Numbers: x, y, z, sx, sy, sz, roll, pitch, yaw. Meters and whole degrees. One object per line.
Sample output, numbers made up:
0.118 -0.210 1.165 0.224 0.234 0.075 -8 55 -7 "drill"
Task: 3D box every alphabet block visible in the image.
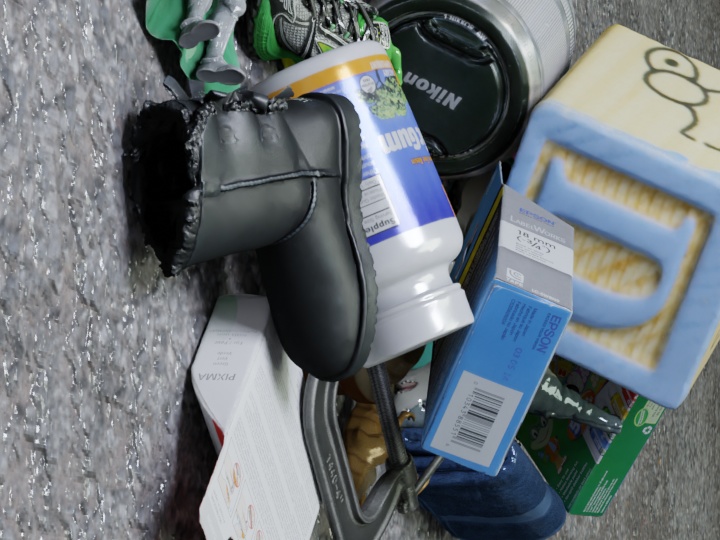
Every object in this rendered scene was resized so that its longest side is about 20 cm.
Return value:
0.220 -0.047 1.818 0.200 0.195 0.197 -45 159 -57 "alphabet block"

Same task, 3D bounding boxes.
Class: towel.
0.101 0.185 1.935 0.200 0.111 0.049 53 40 -61 "towel"

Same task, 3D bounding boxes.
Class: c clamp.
0.007 0.110 1.641 0.171 0.027 0.201 -59 144 -40 "c clamp"

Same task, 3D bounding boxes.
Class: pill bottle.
0.002 -0.042 1.564 0.201 0.112 0.112 67 18 4 "pill bottle"

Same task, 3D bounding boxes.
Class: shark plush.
0.117 0.111 1.926 0.199 0.091 0.084 19 61 -28 "shark plush"

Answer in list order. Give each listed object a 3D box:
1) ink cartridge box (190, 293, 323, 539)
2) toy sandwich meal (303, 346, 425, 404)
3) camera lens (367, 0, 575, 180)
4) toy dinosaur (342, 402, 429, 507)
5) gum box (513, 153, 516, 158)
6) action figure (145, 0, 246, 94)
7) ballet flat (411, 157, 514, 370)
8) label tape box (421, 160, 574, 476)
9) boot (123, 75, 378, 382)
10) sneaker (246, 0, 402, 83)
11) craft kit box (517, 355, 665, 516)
-0.077 0.140 1.502 0.201 0.050 0.162 -69 151 -46 "ink cartridge box"
0.000 0.000 1.728 0.205 0.070 0.207 -5 90 -74 "toy sandwich meal"
0.081 -0.172 1.838 0.200 0.159 0.161 -53 138 -63 "camera lens"
0.001 0.144 1.750 0.107 0.060 0.201 61 25 -30 "toy dinosaur"
0.144 -0.134 2.065 0.114 0.066 0.200 60 8 1 "gum box"
-0.086 -0.208 1.507 0.118 0.054 0.201 64 25 -46 "action figure"
0.069 -0.017 1.846 0.201 0.067 0.071 -60 163 -21 "ballet flat"
0.100 0.031 1.673 0.200 0.063 0.145 -79 -169 -63 "label tape box"
-0.066 -0.022 1.441 0.162 0.073 0.200 -8 98 -51 "boot"
-0.025 -0.177 1.634 0.200 0.085 0.079 40 51 -66 "sneaker"
0.195 0.074 2.031 0.201 0.048 0.198 -64 -144 27 "craft kit box"
